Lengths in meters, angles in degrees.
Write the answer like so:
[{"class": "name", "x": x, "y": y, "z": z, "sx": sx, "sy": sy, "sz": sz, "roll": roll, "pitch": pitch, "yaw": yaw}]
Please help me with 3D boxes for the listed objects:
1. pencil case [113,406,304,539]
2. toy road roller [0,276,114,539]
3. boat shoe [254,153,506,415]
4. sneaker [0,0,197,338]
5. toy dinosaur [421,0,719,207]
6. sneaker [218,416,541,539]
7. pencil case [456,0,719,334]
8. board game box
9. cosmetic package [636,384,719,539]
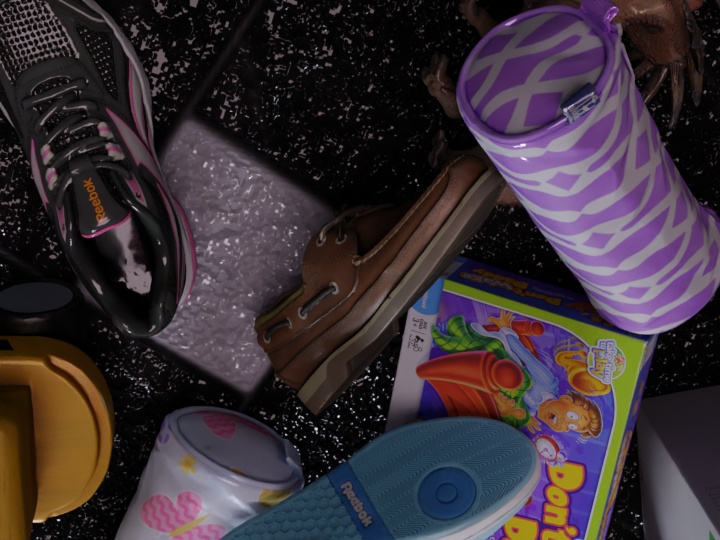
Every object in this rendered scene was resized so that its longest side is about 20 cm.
[{"class": "pencil case", "x": -0.106, "y": 0.179, "z": 0.876, "sx": 0.090, "sy": 0.083, "sz": 0.201, "roll": 24, "pitch": 107, "yaw": 0}, {"class": "toy road roller", "x": -0.230, "y": 0.083, "z": 0.792, "sx": 0.198, "sy": 0.146, "sz": 0.124, "roll": -1, "pitch": 111, "yaw": -6}, {"class": "boat shoe", "x": 0.000, "y": 0.000, "z": 0.791, "sx": 0.068, "sy": 0.072, "sz": 0.200, "roll": 45, "pitch": 130, "yaw": 7}, {"class": "sneaker", "x": -0.135, "y": -0.054, "z": 0.780, "sx": 0.080, "sy": 0.086, "sz": 0.201, "roll": -26, "pitch": 111, "yaw": 3}, {"class": "toy dinosaur", "x": 0.112, "y": -0.092, "z": 0.796, "sx": 0.134, "sy": 0.086, "sz": 0.201, "roll": 19, "pitch": 114, "yaw": -20}, {"class": "sneaker", "x": 0.017, "y": 0.165, "z": 0.843, "sx": 0.199, "sy": 0.080, "sz": 0.131, "roll": -24, "pitch": 138, "yaw": 0}, {"class": "pencil case", "x": 0.119, "y": -0.048, "z": 0.735, "sx": 0.085, "sy": 0.084, "sz": 0.200, "roll": -44, "pitch": 139, "yaw": -3}, {"class": "board game box", "x": 0.082, "y": 0.105, "z": 0.857, "sx": 0.133, "sy": 0.045, "sz": 0.202, "roll": 17, "pitch": 111, "yaw": 18}, {"class": "cosmetic package", "x": 0.221, "y": 0.153, "z": 0.837, "sx": 0.084, "sy": 0.200, "sz": 0.109, "roll": -9, "pitch": 110, "yaw": -4}]
